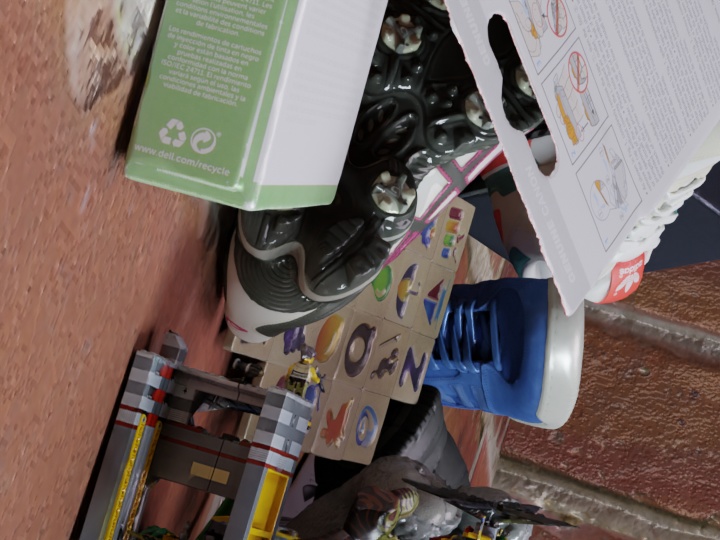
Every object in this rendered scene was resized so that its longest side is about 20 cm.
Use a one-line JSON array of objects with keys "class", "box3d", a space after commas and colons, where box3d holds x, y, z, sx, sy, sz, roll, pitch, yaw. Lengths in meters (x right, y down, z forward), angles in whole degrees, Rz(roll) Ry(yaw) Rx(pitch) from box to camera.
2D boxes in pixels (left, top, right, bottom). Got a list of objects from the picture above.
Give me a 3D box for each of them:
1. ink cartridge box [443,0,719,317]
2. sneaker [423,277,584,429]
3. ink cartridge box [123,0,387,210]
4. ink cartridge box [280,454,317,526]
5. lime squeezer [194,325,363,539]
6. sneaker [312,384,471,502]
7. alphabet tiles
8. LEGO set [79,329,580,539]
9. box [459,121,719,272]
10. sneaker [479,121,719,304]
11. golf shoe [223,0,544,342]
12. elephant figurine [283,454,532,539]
[{"class": "ink cartridge box", "box3d": [0.076, -0.100, 0.821, 0.200, 0.050, 0.161, -48, 122, -44]}, {"class": "sneaker", "box3d": [0.043, 0.037, 1.104, 0.200, 0.111, 0.077, 169, -74, -81]}, {"class": "ink cartridge box", "box3d": [-0.012, -0.119, 0.695, 0.146, 0.048, 0.201, -13, 118, -81]}, {"class": "ink cartridge box", "box3d": [-0.002, 0.177, 1.124, 0.200, 0.115, 0.067, -58, 164, -61]}, {"class": "lime squeezer", "box3d": [-0.026, 0.043, 0.967, 0.071, 0.038, 0.201, 66, 43, -78]}, {"class": "sneaker", "box3d": [-0.002, 0.147, 1.029, 0.200, 0.076, 0.091, -50, 122, -32]}, {"class": "alphabet tiles", "box3d": [0.000, 0.000, 0.955, 0.200, 0.006, 0.167, 22, 84, -65]}, {"class": "LEGO set", "box3d": [-0.004, 0.092, 0.760, 0.154, 0.199, 0.116, 29, 76, -61]}, {"class": "box", "box3d": [0.171, -0.108, 1.359, 0.200, 0.123, 0.199, -12, -129, 54]}, {"class": "sneaker", "box3d": [0.139, -0.035, 1.086, 0.070, 0.200, 0.094, -11, 88, -37]}, {"class": "golf shoe", "box3d": [0.011, -0.050, 0.861, 0.200, 0.077, 0.088, -43, 174, -34]}, {"class": "elephant figurine", "box3d": [0.006, 0.180, 0.856, 0.155, 0.141, 0.200, -50, -163, 40]}]
